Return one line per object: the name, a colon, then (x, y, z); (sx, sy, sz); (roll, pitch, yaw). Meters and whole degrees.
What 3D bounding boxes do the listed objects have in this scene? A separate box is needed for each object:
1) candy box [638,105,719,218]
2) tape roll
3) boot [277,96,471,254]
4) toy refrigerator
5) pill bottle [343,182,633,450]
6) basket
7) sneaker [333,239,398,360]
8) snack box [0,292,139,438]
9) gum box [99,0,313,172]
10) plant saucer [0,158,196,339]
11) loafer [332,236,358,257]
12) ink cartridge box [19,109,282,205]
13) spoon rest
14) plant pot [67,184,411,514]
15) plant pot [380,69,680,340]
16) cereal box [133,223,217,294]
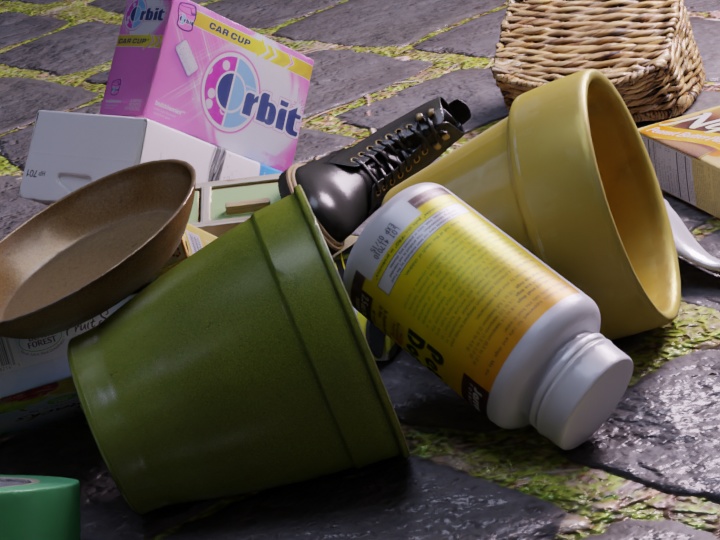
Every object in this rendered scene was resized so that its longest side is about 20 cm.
candy box: (0.345, -0.095, 1.708); (0.115, 0.056, 0.200); (-16, 21, -17)
tape roll: (-0.279, 0.159, 1.219); (0.199, 0.049, 0.200); (-2, -3, 0)
boot: (0.015, -0.089, 1.542); (0.138, 0.078, 0.200); (-33, 9, 15)
toy refrigerator: (-0.146, -0.028, 1.562); (0.198, 0.070, 0.076); (-6, 31, 0)
pill bottle: (0.090, 0.034, 1.330); (0.200, 0.110, 0.109); (39, 44, 25)
basket: (0.252, -0.198, 2.008); (0.198, 0.149, 0.144); (-1, 55, 22)
sneaker: (0.000, 0.000, 1.556); (0.084, 0.075, 0.200); (-4, 30, 19)
snack box: (-0.205, 0.069, 1.433); (0.199, 0.053, 0.142); (-16, -12, -16)
gum box: (-0.133, -0.166, 1.750); (0.066, 0.114, 0.199); (7, -9, 44)
plant saucer: (-0.196, -0.009, 1.353); (0.199, 0.036, 0.201); (-25, 24, 12)
loafer: (-0.060, -0.013, 1.643); (0.198, 0.069, 0.076); (-5, 21, 1)
ink cartridge box: (-0.184, -0.077, 1.724); (0.146, 0.087, 0.199); (8, -8, 38)
spoon rest: (0.262, -0.029, 1.560); (0.199, 0.061, 0.099); (4, -10, 38)
plant pot: (-0.091, 0.070, 1.309); (0.192, 0.202, 0.201); (-22, 21, -2)
plant pot: (0.126, -0.029, 1.469); (0.188, 0.202, 0.201); (-19, 16, 22)
cereal box: (-0.197, 0.025, 1.474); (0.199, 0.040, 0.144); (-22, -14, 11)
